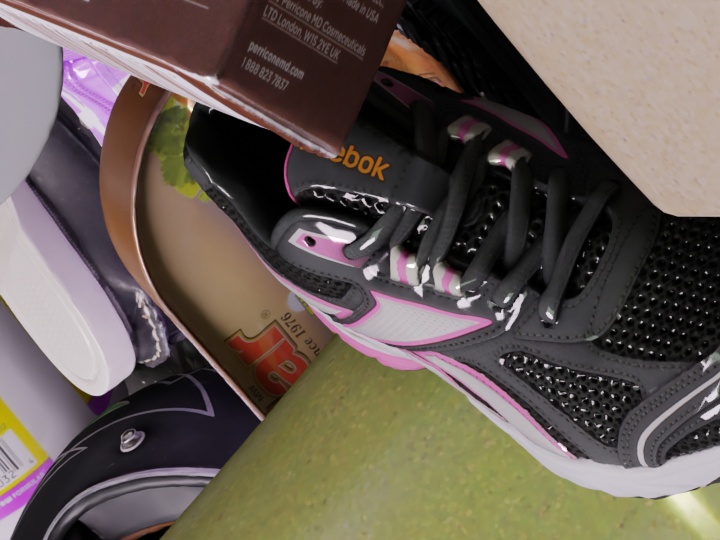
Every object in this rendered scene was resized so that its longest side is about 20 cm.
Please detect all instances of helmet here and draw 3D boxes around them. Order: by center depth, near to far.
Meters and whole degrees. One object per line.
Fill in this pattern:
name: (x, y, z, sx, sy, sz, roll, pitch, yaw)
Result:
helmet: (-0.043, 0.130, 1.060, 0.200, 0.191, 0.200, 18, 168, 4)

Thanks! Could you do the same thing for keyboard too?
keyboard: (-0.013, -0.103, 0.780, 0.127, 0.021, 0.200, 55, 173, -31)

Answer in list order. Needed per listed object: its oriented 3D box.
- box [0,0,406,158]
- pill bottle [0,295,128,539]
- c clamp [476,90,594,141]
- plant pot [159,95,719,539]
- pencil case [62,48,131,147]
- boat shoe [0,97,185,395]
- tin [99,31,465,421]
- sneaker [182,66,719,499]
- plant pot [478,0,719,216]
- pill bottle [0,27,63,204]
box: (-0.017, -0.137, 0.643, 0.100, 0.200, 0.075, 22, 177, 25)
pill bottle: (-0.182, 0.008, 1.110, 0.104, 0.104, 0.200, -3, 132, 47)
c clamp: (0.082, -0.018, 0.826, 0.200, 0.027, 0.171, 51, 177, -41)
plant pot: (0.033, 0.086, 0.817, 0.200, 0.184, 0.200, 48, 178, 2)
pencil case: (-0.037, -0.025, 0.938, 0.084, 0.086, 0.200, -3, 132, 41)
boat shoe: (-0.120, -0.054, 1.000, 0.200, 0.060, 0.074, 54, 154, 9)
tin: (0.000, 0.000, 0.898, 0.200, 0.112, 0.042, 51, 166, -32)
sneaker: (0.023, -0.006, 0.688, 0.086, 0.080, 0.200, 33, 166, -36)
plant pot: (0.112, -0.116, 0.509, 0.200, 0.200, 0.177, 0, 119, 45)
pill bottle: (-0.171, -0.074, 0.868, 0.114, 0.114, 0.200, 54, 164, -29)
